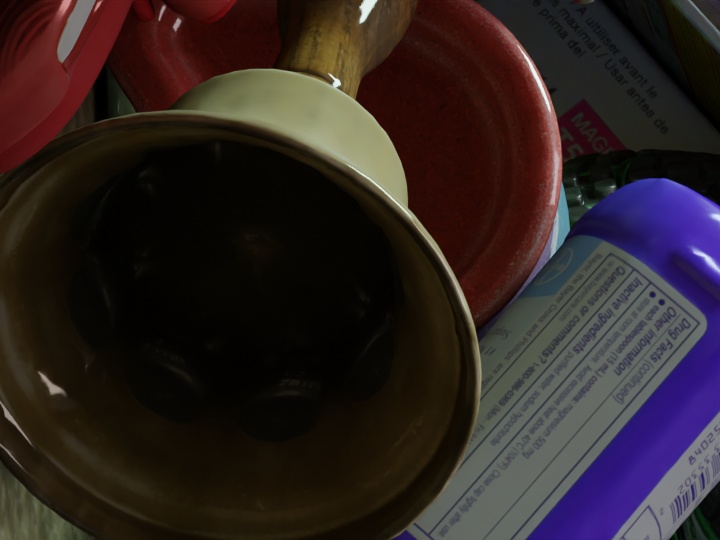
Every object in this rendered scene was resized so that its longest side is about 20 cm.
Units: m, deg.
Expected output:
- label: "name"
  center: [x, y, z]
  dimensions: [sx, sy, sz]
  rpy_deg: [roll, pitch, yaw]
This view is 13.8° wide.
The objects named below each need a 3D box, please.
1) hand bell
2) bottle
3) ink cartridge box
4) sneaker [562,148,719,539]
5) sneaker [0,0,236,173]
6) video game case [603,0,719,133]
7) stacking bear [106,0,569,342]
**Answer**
- label: "hand bell"
  center: [-0.010, -0.035, 0.640]
  dimensions: [0.200, 0.104, 0.104]
  rpy_deg: [-70, 156, -57]
- label: "bottle"
  center: [0.021, 0.070, 0.676]
  dimensions: [0.200, 0.065, 0.084]
  rpy_deg: [-48, 172, -13]
- label: "ink cartridge box"
  center: [0.080, -0.019, 0.979]
  dimensions: [0.200, 0.075, 0.165]
  rpy_deg: [51, -2, 14]
- label: "sneaker"
  center: [0.093, 0.038, 0.799]
  dimensions: [0.200, 0.078, 0.085]
  rpy_deg: [-102, -164, -50]
- label: "sneaker"
  center: [-0.040, -0.069, 0.526]
  dimensions: [0.200, 0.078, 0.116]
  rpy_deg: [-86, 152, -42]
- label: "video game case"
  center: [0.114, -0.052, 0.885]
  dimensions: [0.200, 0.017, 0.143]
  rpy_deg: [51, -1, 23]
- label: "stacking bear"
  center: [0.000, 0.000, 0.807]
  dimensions: [0.200, 0.113, 0.122]
  rpy_deg: [77, 11, -74]
